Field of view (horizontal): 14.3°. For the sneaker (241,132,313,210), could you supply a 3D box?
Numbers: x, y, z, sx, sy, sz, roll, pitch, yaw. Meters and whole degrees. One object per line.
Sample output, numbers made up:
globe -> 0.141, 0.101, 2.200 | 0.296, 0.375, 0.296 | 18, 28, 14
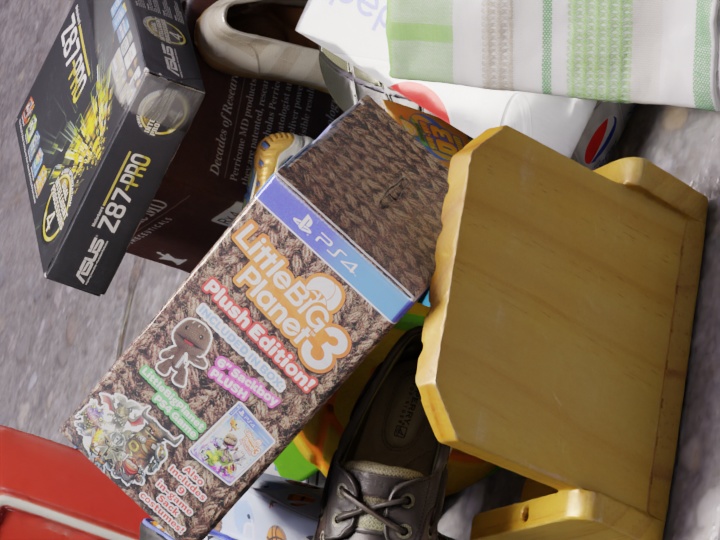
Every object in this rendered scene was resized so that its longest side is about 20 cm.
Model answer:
sneaker -> -0.041, 0.016, 1.823 | 0.075, 0.088, 0.201 | -109, 32, -67

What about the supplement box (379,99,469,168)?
supplement box -> 0.000, 0.000, 1.733 | 0.201, 0.068, 0.067 | -62, 26, 28

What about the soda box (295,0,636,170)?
soda box -> 0.063, -0.125, 1.698 | 0.199, 0.063, 0.069 | 33, 109, 22

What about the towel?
towel -> 0.107, -0.162, 1.571 | 0.031, 0.199, 0.150 | -54, -34, -60

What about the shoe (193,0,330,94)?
shoe -> -0.005, -0.147, 1.843 | 0.053, 0.199, 0.070 | 128, 143, -65

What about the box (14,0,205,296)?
box -> -0.163, -0.104, 1.853 | 0.162, 0.049, 0.200 | -58, 26, 25

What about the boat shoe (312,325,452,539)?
boat shoe -> 0.009, 0.120, 1.520 | 0.065, 0.073, 0.201 | 80, -162, -57

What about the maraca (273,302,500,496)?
maraca -> 0.003, 0.078, 1.682 | 0.199, 0.138, 0.107 | -5, 36, 26

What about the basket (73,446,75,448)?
basket -> -0.127, 0.145, 1.945 | 0.177, 0.139, 0.200 | -53, 2, -31

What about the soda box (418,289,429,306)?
soda box -> 0.053, -0.024, 1.792 | 0.068, 0.064, 0.201 | -49, 32, 44

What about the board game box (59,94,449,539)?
board game box -> -0.043, 0.026, 1.539 | 0.200, 0.097, 0.159 | -49, -1, 25

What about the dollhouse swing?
dollhouse swing -> 0.079, 0.039, 1.547 | 0.182, 0.175, 0.201 | -23, 54, 61

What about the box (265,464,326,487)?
box -> -0.037, 0.204, 1.800 | 0.116, 0.060, 0.201 | 0, 82, 64

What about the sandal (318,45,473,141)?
sandal -> 0.060, -0.116, 1.770 | 0.200, 0.057, 0.080 | 19, 102, 26

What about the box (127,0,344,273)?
box -> -0.067, -0.089, 1.943 | 0.166, 0.199, 0.165 | -26, 50, 60

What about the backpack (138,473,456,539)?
backpack -> -0.024, 0.200, 1.641 | 0.200, 0.190, 0.155 | 26, 90, 48

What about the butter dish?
butter dish -> -0.181, 0.212, 1.761 | 0.148, 0.198, 0.201 | 141, 148, -86
